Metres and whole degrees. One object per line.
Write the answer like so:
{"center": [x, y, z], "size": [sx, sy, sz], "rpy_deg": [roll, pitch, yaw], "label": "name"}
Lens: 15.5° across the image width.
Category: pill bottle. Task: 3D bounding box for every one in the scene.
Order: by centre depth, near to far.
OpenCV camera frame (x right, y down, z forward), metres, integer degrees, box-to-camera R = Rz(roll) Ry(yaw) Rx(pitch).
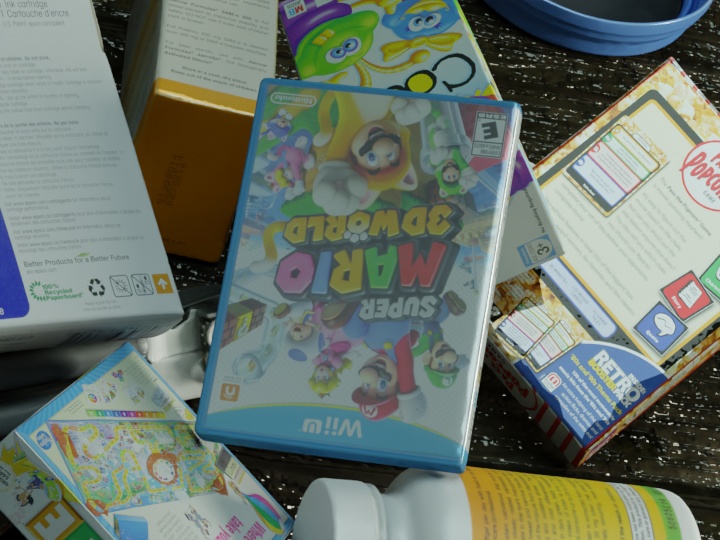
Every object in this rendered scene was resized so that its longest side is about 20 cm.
{"center": [0.068, 0.159, 1.384], "size": [0.200, 0.111, 0.111], "rpy_deg": [8, 46, -17], "label": "pill bottle"}

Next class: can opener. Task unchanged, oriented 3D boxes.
{"center": [-0.140, 0.053, 1.450], "size": [0.200, 0.053, 0.066], "rpy_deg": [-13, 20, -35], "label": "can opener"}

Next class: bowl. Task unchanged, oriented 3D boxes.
{"center": [0.153, -0.227, 1.849], "size": [0.200, 0.039, 0.201], "rpy_deg": [12, 45, -13], "label": "bowl"}

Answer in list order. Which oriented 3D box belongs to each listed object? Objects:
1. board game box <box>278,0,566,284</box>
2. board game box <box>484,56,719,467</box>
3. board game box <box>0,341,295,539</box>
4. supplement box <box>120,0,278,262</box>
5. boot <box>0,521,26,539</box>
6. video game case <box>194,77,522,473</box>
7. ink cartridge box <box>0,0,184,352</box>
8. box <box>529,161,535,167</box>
{"center": [0.032, -0.083, 1.520], "size": [0.103, 0.105, 0.200], "rpy_deg": [-24, 39, 5], "label": "board game box"}
{"center": [0.154, -0.006, 1.549], "size": [0.200, 0.046, 0.152], "rpy_deg": [-37, 79, -13], "label": "board game box"}
{"center": [-0.108, 0.114, 1.313], "size": [0.134, 0.034, 0.200], "rpy_deg": [47, 15, 0], "label": "board game box"}
{"center": [-0.097, -0.121, 1.573], "size": [0.073, 0.126, 0.200], "rpy_deg": [12, 45, -12], "label": "supplement box"}
{"center": [-0.200, 0.166, 1.287], "size": [0.074, 0.075, 0.200], "rpy_deg": [42, 47, 16], "label": "boot"}
{"center": [0.000, 0.000, 1.387], "size": [0.143, 0.018, 0.200], "rpy_deg": [7, 74, 12], "label": "video game case"}
{"center": [-0.204, -0.054, 1.370], "size": [0.198, 0.047, 0.200], "rpy_deg": [-5, 68, -40], "label": "ink cartridge box"}
{"center": [0.111, -0.013, 1.615], "size": [0.200, 0.049, 0.082], "rpy_deg": [29, 44, 4], "label": "box"}
